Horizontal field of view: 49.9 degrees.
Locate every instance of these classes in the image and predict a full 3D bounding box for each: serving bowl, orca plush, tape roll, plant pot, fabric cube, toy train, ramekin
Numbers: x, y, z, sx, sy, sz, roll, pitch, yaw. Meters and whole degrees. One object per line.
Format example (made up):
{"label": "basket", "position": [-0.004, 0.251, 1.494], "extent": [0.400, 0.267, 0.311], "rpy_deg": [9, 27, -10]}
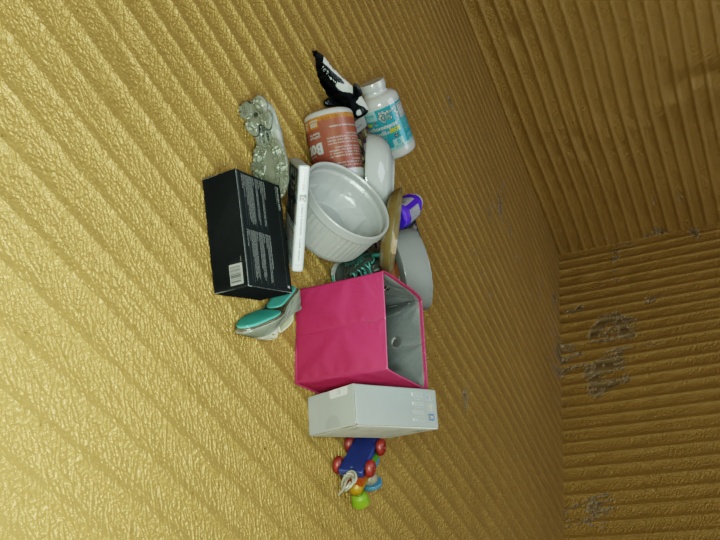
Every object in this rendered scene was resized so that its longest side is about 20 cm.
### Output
{"label": "serving bowl", "position": [0.044, -0.207, 1.747], "extent": [0.200, 0.065, 0.202], "rpy_deg": [1, 90, -89]}
{"label": "orca plush", "position": [-0.058, -0.418, 1.812], "extent": [0.071, 0.105, 0.200], "rpy_deg": [-57, 142, -15]}
{"label": "tape roll", "position": [0.110, 0.002, 1.852], "extent": [0.200, 0.066, 0.202], "rpy_deg": [169, -90, -78]}
{"label": "plant pot", "position": [0.065, -0.081, 1.673], "extent": [0.200, 0.027, 0.202], "rpy_deg": [8, 90, -85]}
{"label": "fabric cube", "position": [0.003, 0.136, 1.529], "extent": [0.196, 0.198, 0.202], "rpy_deg": [34, 49, -56]}
{"label": "toy train", "position": [-0.008, 0.424, 1.527], "extent": [0.200, 0.084, 0.117], "rpy_deg": [-52, 139, -60]}
{"label": "ramekin", "position": [-0.051, -0.111, 1.561], "extent": [0.199, 0.105, 0.201], "rpy_deg": [26, 39, -23]}

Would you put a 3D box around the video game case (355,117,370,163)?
{"label": "video game case", "position": [0.002, -0.264, 1.900], "extent": [0.201, 0.036, 0.181], "rpy_deg": [68, 27, -16]}

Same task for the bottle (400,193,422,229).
{"label": "bottle", "position": [0.117, -0.159, 2.054], "extent": [0.200, 0.083, 0.066], "rpy_deg": [-42, 116, -63]}

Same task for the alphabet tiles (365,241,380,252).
{"label": "alphabet tiles", "position": [0.011, -0.105, 1.890], "extent": [0.166, 0.006, 0.202], "rpy_deg": [-26, 103, -66]}

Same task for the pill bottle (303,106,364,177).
{"label": "pill bottle", "position": [-0.052, -0.246, 1.691], "extent": [0.112, 0.111, 0.202], "rpy_deg": [-8, 86, -66]}

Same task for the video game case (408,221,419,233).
{"label": "video game case", "position": [0.140, -0.027, 2.110], "extent": [0.200, 0.025, 0.182], "rpy_deg": [-43, 118, -62]}

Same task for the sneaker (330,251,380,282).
{"label": "sneaker", "position": [0.000, 0.000, 1.714], "extent": [0.078, 0.091, 0.200], "rpy_deg": [69, 26, -16]}

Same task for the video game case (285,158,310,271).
{"label": "video game case", "position": [-0.117, -0.107, 1.408], "extent": [0.200, 0.023, 0.184], "rpy_deg": [-129, -138, -75]}

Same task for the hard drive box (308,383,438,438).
{"label": "hard drive box", "position": [0.024, 0.273, 1.477], "extent": [0.199, 0.155, 0.078], "rpy_deg": [10, 67, -36]}

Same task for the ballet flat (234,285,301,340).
{"label": "ballet flat", "position": [-0.155, 0.089, 1.371], "extent": [0.200, 0.067, 0.064], "rpy_deg": [-45, 130, -61]}

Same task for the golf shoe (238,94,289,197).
{"label": "golf shoe", "position": [-0.167, -0.234, 1.486], "extent": [0.097, 0.078, 0.202], "rpy_deg": [-10, 90, -72]}

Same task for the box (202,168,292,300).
{"label": "box", "position": [-0.194, -0.057, 1.336], "extent": [0.141, 0.078, 0.202], "rpy_deg": [13, 67, -61]}

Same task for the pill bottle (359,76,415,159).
{"label": "pill bottle", "position": [0.062, -0.395, 2.011], "extent": [0.201, 0.110, 0.111], "rpy_deg": [67, 27, -21]}
